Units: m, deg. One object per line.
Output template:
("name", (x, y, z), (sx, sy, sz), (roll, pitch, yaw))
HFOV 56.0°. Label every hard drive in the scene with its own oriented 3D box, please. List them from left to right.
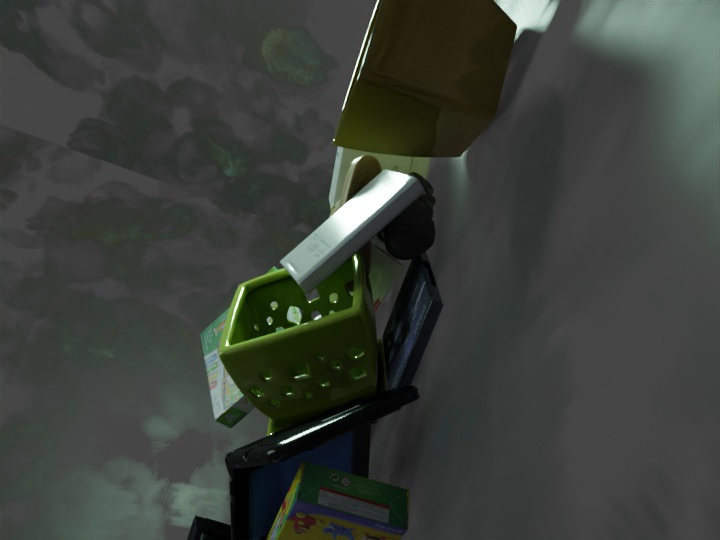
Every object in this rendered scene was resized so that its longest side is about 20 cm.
("hard drive", (-0.016, -0.057, 0.906), (0.199, 0.026, 0.132), (-41, 21, -5))

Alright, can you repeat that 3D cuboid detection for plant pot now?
("plant pot", (-0.062, 0.110, 0.930), (0.201, 0.195, 0.184), (-91, -17, -66))
("plant pot", (0.085, -0.256, 0.870), (0.200, 0.173, 0.203), (134, 153, -73))

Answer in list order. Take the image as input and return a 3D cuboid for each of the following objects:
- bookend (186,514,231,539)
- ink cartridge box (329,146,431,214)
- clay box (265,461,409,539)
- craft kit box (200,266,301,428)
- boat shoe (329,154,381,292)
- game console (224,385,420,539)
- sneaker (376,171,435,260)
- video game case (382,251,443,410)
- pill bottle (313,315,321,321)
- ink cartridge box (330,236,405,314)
("bookend", (-0.169, 0.462, 0.956), (0.199, 0.197, 0.094), (-112, 41, -81))
("ink cartridge box", (0.029, -0.166, 1.146), (0.200, 0.143, 0.150), (-107, 28, -77))
("clay box", (-0.036, 0.283, 0.703), (0.048, 0.113, 0.202), (-82, 12, -51))
("craft kit box", (-0.182, 0.127, 1.152), (0.197, 0.048, 0.201), (-39, 43, 12))
("boat shoe", (-0.018, -0.074, 1.019), (0.069, 0.073, 0.204), (19, 102, 50))
("game console", (-0.036, 0.219, 0.742), (0.175, 0.198, 0.118), (-26, 82, 51))
("sneaker", (0.056, -0.057, 0.957), (0.088, 0.074, 0.201), (-44, 12, 30))
("video game case", (0.062, 0.067, 0.873), (0.200, 0.019, 0.145), (-94, 23, -71))
("pill bottle", (-0.059, 0.187, 1.145), (0.111, 0.109, 0.203), (-94, 23, -72))
("ink cartridge box", (0.000, 0.000, 1.166), (0.147, 0.084, 0.200), (-55, 9, 14))
